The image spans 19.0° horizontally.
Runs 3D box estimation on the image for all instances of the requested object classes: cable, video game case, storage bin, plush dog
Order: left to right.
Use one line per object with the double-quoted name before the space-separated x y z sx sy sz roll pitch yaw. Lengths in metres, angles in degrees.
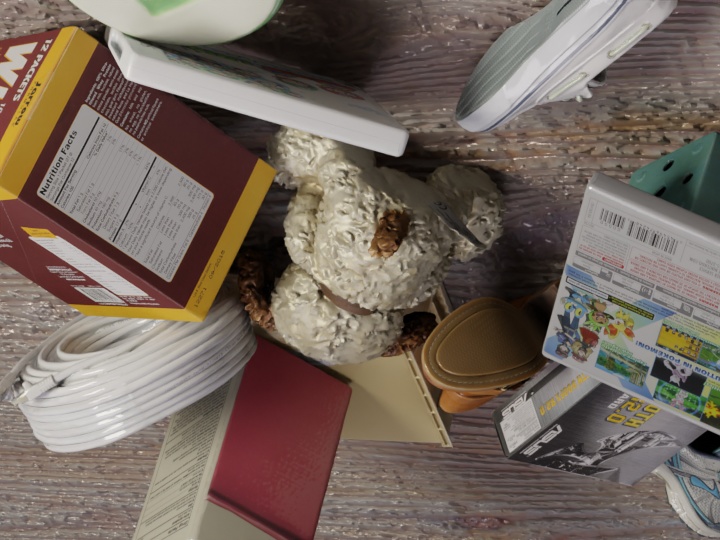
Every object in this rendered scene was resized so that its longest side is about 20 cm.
"cable" -0.176 0.071 1.701 0.199 0.200 0.070 -18 104 12
"video game case" -0.077 -0.132 1.520 0.199 0.024 0.182 15 -169 -15
"storage bin" -0.026 0.061 1.851 0.198 0.094 0.199 2 145 19
"plush dog" 0.000 0.000 1.654 0.199 0.161 0.172 19 123 -10
"video game case" 0.239 0.036 1.557 0.199 0.022 0.183 24 137 13

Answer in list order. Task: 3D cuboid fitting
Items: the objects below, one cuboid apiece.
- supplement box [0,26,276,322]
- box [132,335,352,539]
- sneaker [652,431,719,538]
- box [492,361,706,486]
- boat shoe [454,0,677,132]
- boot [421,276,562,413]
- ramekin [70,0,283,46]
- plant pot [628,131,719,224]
"supplement box" -0.213 -0.069 1.639 0.200 0.133 0.197 35 161 -30
"box" -0.101 0.176 1.781 0.109 0.201 0.128 29 145 -21
"sneaker" 0.308 0.171 1.907 0.086 0.078 0.200 -20 134 37
"box" 0.230 0.096 1.756 0.158 0.049 0.200 17 134 -39
"boat shoe" 0.142 -0.144 1.496 0.066 0.074 0.200 29 144 -17
"boot" 0.097 0.072 1.759 0.077 0.200 0.155 53 140 6
"ramekin" -0.125 -0.240 1.431 0.198 0.098 0.201 10 147 6
"plant pot" 0.289 0.003 1.608 0.200 0.142 0.141 41 139 -21
